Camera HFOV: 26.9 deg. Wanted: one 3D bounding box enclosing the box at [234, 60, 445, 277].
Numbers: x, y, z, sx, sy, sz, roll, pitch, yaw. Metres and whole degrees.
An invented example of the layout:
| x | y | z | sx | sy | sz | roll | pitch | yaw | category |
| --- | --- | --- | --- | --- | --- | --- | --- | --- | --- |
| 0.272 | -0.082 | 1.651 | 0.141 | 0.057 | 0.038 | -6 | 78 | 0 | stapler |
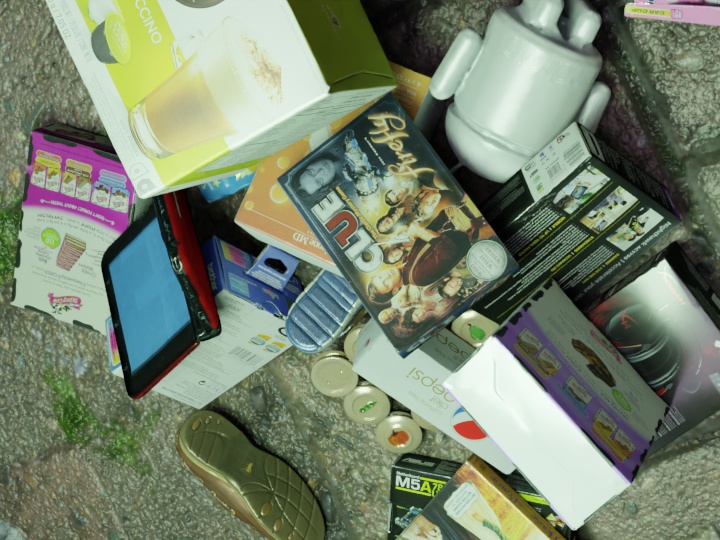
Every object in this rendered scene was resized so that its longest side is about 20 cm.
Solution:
| x | y | z | sx | sy | sz | roll | pitch | yaw | category |
| --- | --- | --- | --- | --- | --- | --- | --- | --- | --- |
| -0.018 | -0.105 | 1.452 | 0.123 | 0.097 | 0.202 | 23 | 86 | 13 | box |

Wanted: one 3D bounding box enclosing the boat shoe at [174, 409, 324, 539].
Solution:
| x | y | z | sx | sy | sz | roll | pitch | yaw | category |
| --- | --- | --- | --- | --- | --- | --- | --- | --- | --- |
| -0.122 | 0.235 | 1.643 | 0.200 | 0.072 | 0.068 | 43 | 147 | -3 | boat shoe |

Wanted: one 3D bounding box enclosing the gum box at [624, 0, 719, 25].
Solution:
| x | y | z | sx | sy | sz | roll | pitch | yaw | category |
| --- | --- | --- | --- | --- | --- | --- | --- | --- | --- |
| 0.296 | -0.249 | 1.277 | 0.112 | 0.200 | 0.067 | 7 | 106 | 17 | gum box |

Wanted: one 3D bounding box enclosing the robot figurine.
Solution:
| x | y | z | sx | sy | sz | roll | pitch | yaw | category |
| --- | --- | --- | --- | --- | --- | --- | --- | --- | --- |
| 0.150 | -0.166 | 1.402 | 0.168 | 0.113 | 0.201 | 20 | 113 | -12 | robot figurine |

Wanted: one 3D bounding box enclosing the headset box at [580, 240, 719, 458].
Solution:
| x | y | z | sx | sy | sz | roll | pitch | yaw | category |
| --- | --- | --- | --- | --- | --- | --- | --- | --- | --- |
| 0.264 | 0.094 | 1.447 | 0.199 | 0.075 | 0.149 | -38 | 88 | 25 | headset box |

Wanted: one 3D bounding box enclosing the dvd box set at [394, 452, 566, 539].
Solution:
| x | y | z | sx | sy | sz | roll | pitch | yaw | category |
| --- | --- | --- | --- | --- | --- | --- | --- | --- | --- |
| 0.140 | 0.305 | 1.525 | 0.200 | 0.029 | 0.147 | 43 | 114 | 7 | dvd box set |

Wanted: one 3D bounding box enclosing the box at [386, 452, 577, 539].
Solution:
| x | y | z | sx | sy | sz | roll | pitch | yaw | category |
| --- | --- | --- | --- | --- | --- | --- | --- | --- | --- |
| 0.123 | 0.303 | 1.573 | 0.198 | 0.047 | 0.196 | 8 | 104 | 19 | box |

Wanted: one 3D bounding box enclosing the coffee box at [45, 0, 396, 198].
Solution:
| x | y | z | sx | sy | sz | roll | pitch | yaw | category |
| --- | --- | --- | --- | --- | --- | --- | --- | --- | --- |
| -0.114 | -0.202 | 1.306 | 0.196 | 0.200 | 0.201 | -26 | 90 | 20 | coffee box |

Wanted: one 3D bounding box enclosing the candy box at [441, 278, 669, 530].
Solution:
| x | y | z | sx | sy | sz | roll | pitch | yaw | category |
| --- | --- | --- | --- | --- | --- | --- | --- | --- | --- |
| 0.179 | 0.112 | 1.333 | 0.168 | 0.200 | 0.072 | 48 | 115 | 5 | candy box |

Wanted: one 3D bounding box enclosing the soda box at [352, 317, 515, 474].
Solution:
| x | y | z | sx | sy | sz | roll | pitch | yaw | category |
| --- | --- | --- | --- | --- | --- | --- | --- | --- | --- |
| 0.090 | 0.113 | 1.485 | 0.199 | 0.068 | 0.064 | 34 | 119 | -14 | soda box |

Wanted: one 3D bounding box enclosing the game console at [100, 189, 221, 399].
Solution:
| x | y | z | sx | sy | sz | roll | pitch | yaw | category |
| --- | --- | --- | --- | --- | --- | --- | --- | --- | --- |
| -0.215 | -0.011 | 1.470 | 0.118 | 0.201 | 0.173 | -20 | 141 | 0 | game console |

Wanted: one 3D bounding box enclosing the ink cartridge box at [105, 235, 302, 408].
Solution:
| x | y | z | sx | sy | sz | roll | pitch | yaw | category |
| --- | --- | --- | --- | --- | --- | --- | --- | --- | --- |
| -0.147 | 0.049 | 1.554 | 0.199 | 0.136 | 0.077 | -33 | 51 | 25 | ink cartridge box |

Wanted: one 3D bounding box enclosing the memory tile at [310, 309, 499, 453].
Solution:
| x | y | z | sx | sy | sz | roll | pitch | yaw | category |
| --- | --- | --- | --- | --- | --- | --- | --- | --- | --- |
| 0.061 | 0.098 | 1.529 | 0.199 | 0.017 | 0.153 | -36 | 111 | 25 | memory tile |

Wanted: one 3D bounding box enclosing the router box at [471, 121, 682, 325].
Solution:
| x | y | z | sx | sy | sz | roll | pitch | yaw | category |
| --- | --- | --- | --- | --- | --- | --- | --- | --- | --- |
| 0.180 | -0.030 | 1.415 | 0.149 | 0.051 | 0.200 | 29 | 121 | -37 | router box |

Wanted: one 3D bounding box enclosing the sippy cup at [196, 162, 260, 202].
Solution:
| x | y | z | sx | sy | sz | roll | pitch | yaw | category |
| --- | --- | --- | --- | --- | --- | --- | --- | --- | --- |
| -0.139 | -0.145 | 1.508 | 0.139 | 0.178 | 0.131 | -27 | 98 | 2 | sippy cup |

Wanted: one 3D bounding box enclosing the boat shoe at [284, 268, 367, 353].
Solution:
| x | y | z | sx | sy | sz | roll | pitch | yaw | category |
| --- | --- | --- | --- | --- | --- | --- | --- | --- | --- |
| 0.000 | 0.000 | 1.521 | 0.200 | 0.072 | 0.072 | -44 | 83 | -1 | boat shoe |

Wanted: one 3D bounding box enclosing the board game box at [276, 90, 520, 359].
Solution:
| x | y | z | sx | sy | sz | roll | pitch | yaw | category |
| --- | --- | --- | --- | --- | --- | --- | --- | --- | --- |
| 0.033 | -0.042 | 1.363 | 0.135 | 0.035 | 0.201 | -37 | 76 | 3 | board game box |

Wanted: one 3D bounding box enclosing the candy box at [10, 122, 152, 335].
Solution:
| x | y | z | sx | sy | sz | roll | pitch | yaw | category |
| --- | --- | --- | --- | --- | --- | --- | --- | --- | --- |
| -0.298 | -0.044 | 1.634 | 0.135 | 0.061 | 0.202 | 17 | 108 | 16 | candy box |
